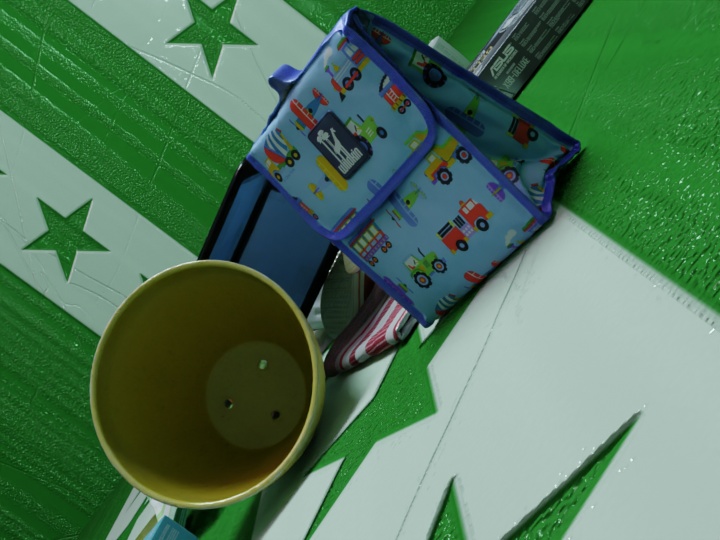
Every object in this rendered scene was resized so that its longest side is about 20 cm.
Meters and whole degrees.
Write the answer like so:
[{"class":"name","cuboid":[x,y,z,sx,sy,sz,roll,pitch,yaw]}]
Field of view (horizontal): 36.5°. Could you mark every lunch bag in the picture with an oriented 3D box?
[{"class":"lunch bag","cuboid":[0.023,-0.081,0.759,0.151,0.200,0.094,-47,8,46]}]

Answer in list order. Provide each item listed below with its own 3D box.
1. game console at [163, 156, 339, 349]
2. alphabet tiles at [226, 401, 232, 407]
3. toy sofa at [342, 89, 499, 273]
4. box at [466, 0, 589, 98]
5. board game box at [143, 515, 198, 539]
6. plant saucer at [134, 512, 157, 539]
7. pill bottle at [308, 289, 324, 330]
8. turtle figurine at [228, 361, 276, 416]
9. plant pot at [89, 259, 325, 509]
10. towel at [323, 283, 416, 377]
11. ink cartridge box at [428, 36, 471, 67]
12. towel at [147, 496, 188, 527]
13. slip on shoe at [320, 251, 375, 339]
[{"class":"game console","cuboid":[-0.088,-0.010,1.050,0.201,0.175,0.116,-63,29,16]},{"class":"alphabet tiles","cuboid":[-0.183,0.150,1.342,0.200,0.166,0.008,-49,50,39]},{"class":"toy sofa","cuboid":[0.053,-0.074,0.971,0.082,0.098,0.200,-5,-19,-35]},{"class":"box","cuboid":[0.183,-0.261,1.227,0.200,0.050,0.158,-52,7,14]},{"class":"board game box","cuboid":[-0.250,0.360,1.082,0.200,0.047,0.151,-51,7,28]},{"class":"plant saucer","cuboid":[-0.268,0.360,1.288,0.200,0.031,0.200,-53,7,10]},{"class":"pill bottle","cuboid":[-0.072,0.015,1.299,0.120,0.119,0.200,-55,6,-12]},{"class":"turtle figurine","cuboid":[-0.163,0.141,1.193,0.200,0.144,0.194,-54,1,-42]},{"class":"plant pot","cuboid":[-0.111,0.104,0.947,0.201,0.200,0.142,-53,-19,0]},{"class":"towel","cuboid":[0.032,0.020,0.962,0.145,0.023,0.200,-57,7,-21]},{"class":"ink cartridge box","cuboid":[0.096,-0.271,1.757,0.146,0.083,0.200,-50,7,34]},{"class":"towel","cuboid":[-0.227,0.198,1.214,0.201,0.023,0.153,-117,35,-41]},{"class":"slip on shoe","cuboid":[0.000,0.000,1.141,0.074,0.061,0.201,-52,20,34]}]
